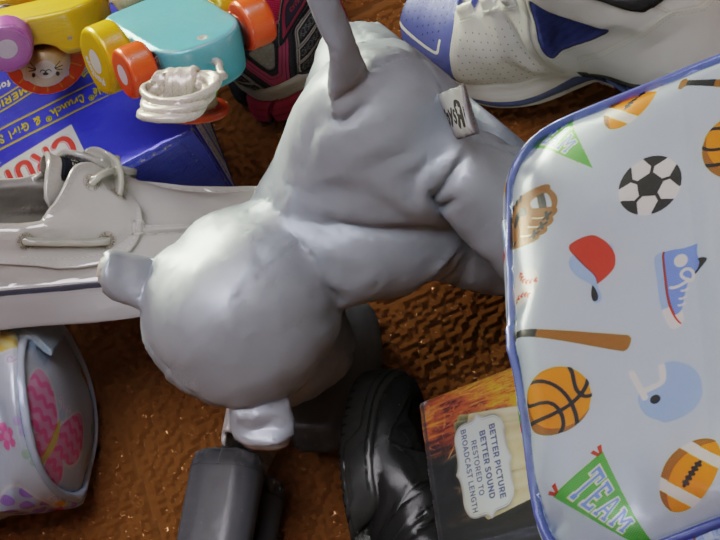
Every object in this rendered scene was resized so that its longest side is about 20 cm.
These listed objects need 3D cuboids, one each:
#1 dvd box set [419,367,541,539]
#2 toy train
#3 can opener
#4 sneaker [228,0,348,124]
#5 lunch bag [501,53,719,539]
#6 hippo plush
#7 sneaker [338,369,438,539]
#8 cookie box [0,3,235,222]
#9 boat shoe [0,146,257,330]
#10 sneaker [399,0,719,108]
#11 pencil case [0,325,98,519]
[{"bbox_3d":[0.122,0.080,1.051,0.199,0.029,0.147,-21,54,21],"label":"dvd box set"},{"bbox_3d":[-0.133,-0.073,1.240,0.199,0.056,0.150,3,33,21],"label":"toy train"},{"bbox_3d":[-0.042,0.095,1.224,0.066,0.053,0.201,4,65,23],"label":"can opener"},{"bbox_3d":[-0.053,-0.167,1.357,0.080,0.075,0.201,-25,56,8],"label":"sneaker"},{"bbox_3d":[0.133,0.021,1.009,0.160,0.076,0.201,-20,54,20],"label":"lunch bag"},{"bbox_3d":[0.000,0.000,1.154,0.159,0.200,0.161,40,93,4],"label":"hippo plush"},{"bbox_3d":[0.048,0.131,1.166,0.104,0.060,0.201,-8,66,20],"label":"sneaker"},{"bbox_3d":[-0.166,-0.084,1.358,0.171,0.075,0.201,-25,57,6],"label":"cookie box"},{"bbox_3d":[-0.121,-0.020,1.244,0.199,0.066,0.072,-6,23,-1],"label":"boat shoe"},{"bbox_3d":[0.087,-0.126,1.227,0.199,0.115,0.081,14,60,49],"label":"sneaker"},{"bbox_3d":[-0.214,0.073,1.287,0.199,0.083,0.091,-9,93,17],"label":"pencil case"}]
